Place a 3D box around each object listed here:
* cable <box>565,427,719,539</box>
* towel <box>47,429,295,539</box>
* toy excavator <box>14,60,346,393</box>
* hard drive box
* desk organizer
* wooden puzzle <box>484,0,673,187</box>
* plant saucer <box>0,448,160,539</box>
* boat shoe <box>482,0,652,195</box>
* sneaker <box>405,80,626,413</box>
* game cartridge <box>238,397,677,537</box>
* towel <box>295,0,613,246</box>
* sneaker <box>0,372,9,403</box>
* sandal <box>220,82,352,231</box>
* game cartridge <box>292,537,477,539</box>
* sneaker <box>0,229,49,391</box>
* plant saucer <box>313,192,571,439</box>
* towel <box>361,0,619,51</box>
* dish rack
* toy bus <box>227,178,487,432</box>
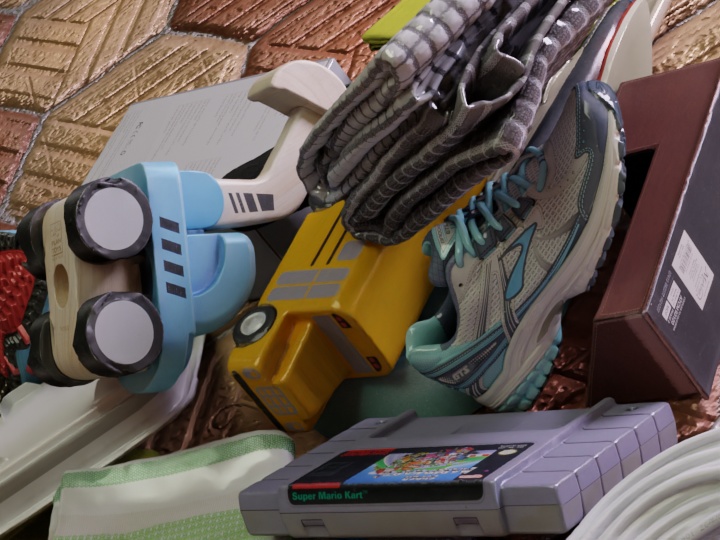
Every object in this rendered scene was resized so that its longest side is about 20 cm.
[{"bbox_3d":[0.169,0.159,0.873,0.200,0.069,0.200,7,53,49],"label":"cable"},{"bbox_3d":[-0.109,0.162,1.066,0.149,0.031,0.200,-15,29,10],"label":"towel"},{"bbox_3d":[-0.095,-0.027,1.176,0.100,0.200,0.195,-17,77,58],"label":"toy excavator"},{"bbox_3d":[-0.103,-0.055,1.390,0.200,0.077,0.156,-8,44,39],"label":"hard drive box"},{"bbox_3d":[0.167,-0.023,1.096,0.077,0.072,0.200,-11,41,39],"label":"desk organizer"},{"bbox_3d":[0.099,-0.132,1.317,0.200,0.046,0.185,-4,46,42],"label":"wooden puzzle"},{"bbox_3d":[-0.181,0.201,1.180,0.200,0.048,0.200,-40,33,-4],"label":"plant saucer"},{"bbox_3d":[0.127,-0.090,1.182,0.062,0.071,0.200,4,50,28],"label":"boat shoe"},{"bbox_3d":[0.080,-0.013,1.055,0.078,0.086,0.200,-88,15,-62],"label":"sneaker"},{"bbox_3d":[0.048,0.103,1.031,0.200,0.038,0.130,-6,7,37],"label":"game cartridge"},{"bbox_3d":[0.062,-0.108,1.071,0.166,0.086,0.200,-47,3,-24],"label":"towel"},{"bbox_3d":[-0.304,0.121,1.397,0.075,0.070,0.200,-29,25,49],"label":"sneaker"},{"bbox_3d":[-0.005,-0.087,1.259,0.200,0.045,0.075,-26,37,-6],"label":"sandal"},{"bbox_3d":[-0.030,0.198,1.037,0.200,0.041,0.133,-23,32,15],"label":"game cartridge"},{"bbox_3d":[-0.203,0.013,1.332,0.095,0.079,0.200,-25,-14,-20],"label":"sneaker"},{"bbox_3d":[0.036,0.018,1.204,0.200,0.036,0.200,-25,35,20],"label":"plant saucer"},{"bbox_3d":[0.090,-0.170,1.310,0.086,0.018,0.200,-41,29,-26],"label":"towel"},{"bbox_3d":[-0.181,0.088,1.264,0.171,0.044,0.200,-34,12,8],"label":"dish rack"},{"bbox_3d":[0.000,0.000,1.169,0.078,0.065,0.200,-4,45,39],"label":"toy bus"}]
